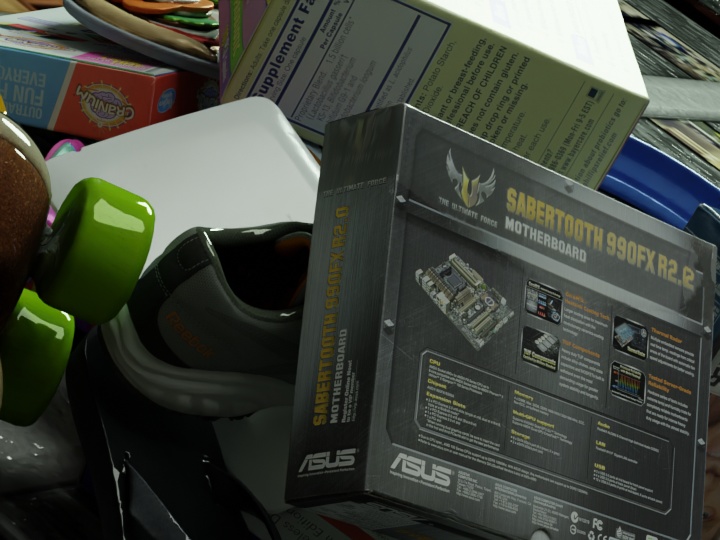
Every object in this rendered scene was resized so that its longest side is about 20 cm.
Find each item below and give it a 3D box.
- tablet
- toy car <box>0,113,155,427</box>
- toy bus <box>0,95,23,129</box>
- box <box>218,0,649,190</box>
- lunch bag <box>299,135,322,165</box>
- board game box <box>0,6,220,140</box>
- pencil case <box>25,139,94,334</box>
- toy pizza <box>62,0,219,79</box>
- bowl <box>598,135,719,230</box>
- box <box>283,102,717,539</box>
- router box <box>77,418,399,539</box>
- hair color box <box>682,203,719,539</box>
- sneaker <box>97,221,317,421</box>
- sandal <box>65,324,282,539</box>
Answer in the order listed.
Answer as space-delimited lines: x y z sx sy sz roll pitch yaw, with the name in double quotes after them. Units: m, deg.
-0.042 0.009 1.177 0.130 0.014 0.200 -19 60 -31 "tablet"
-0.186 0.045 1.015 0.164 0.158 0.201 22 47 -18 "toy car"
-0.207 -0.043 1.273 0.078 0.065 0.200 26 17 -17 "toy bus"
0.033 -0.127 1.407 0.199 0.097 0.176 22 27 -16 "box"
0.000 0.000 1.421 0.200 0.124 0.170 34 10 -12 "lunch bag"
-0.144 -0.112 1.518 0.152 0.041 0.200 12 13 19 "board game box"
-0.083 0.020 1.281 0.199 0.089 0.088 32 16 11 "pencil case"
-0.072 -0.141 1.515 0.199 0.032 0.200 16 15 -4 "toy pizza"
0.144 -0.023 1.494 0.200 0.040 0.201 23 24 -11 "bowl"
0.062 0.039 1.095 0.199 0.159 0.048 21 -24 -40 "box"
0.008 0.083 1.176 0.200 0.049 0.180 35 49 11 "router box"
0.167 0.074 1.368 0.100 0.201 0.061 16 21 -40 "hair color box"
-0.007 0.019 1.110 0.199 0.079 0.074 2 50 -37 "sneaker"
-0.067 0.101 1.061 0.076 0.043 0.201 1 54 -42 "sandal"
